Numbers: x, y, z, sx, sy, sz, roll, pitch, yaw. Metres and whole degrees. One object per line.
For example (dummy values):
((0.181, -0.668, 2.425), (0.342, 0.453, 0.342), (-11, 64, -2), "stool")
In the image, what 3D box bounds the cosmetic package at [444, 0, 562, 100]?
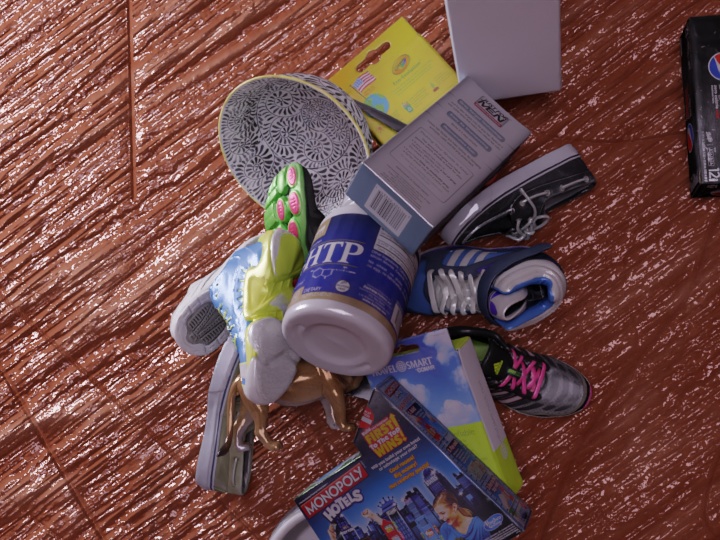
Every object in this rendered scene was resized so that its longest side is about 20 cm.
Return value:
((0.153, -0.331, 0.988), (0.122, 0.200, 0.201), (-8, 60, 9), "cosmetic package")

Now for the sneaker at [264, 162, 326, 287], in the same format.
((-0.053, -0.031, 1.046), (0.077, 0.084, 0.201), (-4, 107, 45), "sneaker")

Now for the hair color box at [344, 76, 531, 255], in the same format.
((0.086, -0.116, 0.948), (0.099, 0.061, 0.200), (43, 55, 6), "hair color box")

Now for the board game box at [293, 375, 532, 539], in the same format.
((0.040, 0.226, 0.931), (0.200, 0.062, 0.200), (-36, 83, 18), "board game box")

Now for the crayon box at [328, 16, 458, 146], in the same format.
((0.071, -0.195, 1.081), (0.127, 0.051, 0.200), (-39, 77, 1), "crayon box")

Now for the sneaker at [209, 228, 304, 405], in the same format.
((-0.118, 0.055, 0.974), (0.105, 0.076, 0.201), (-12, 57, 34), "sneaker")

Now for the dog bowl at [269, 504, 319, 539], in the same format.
((-0.023, 0.351, 0.998), (0.199, 0.059, 0.201), (-2, 79, 9), "dog bowl")

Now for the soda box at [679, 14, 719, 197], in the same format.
((0.411, -0.188, 1.012), (0.070, 0.063, 0.201), (-2, 80, 9), "soda box")

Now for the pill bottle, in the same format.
((0.000, 0.000, 0.953), (0.119, 0.120, 0.201), (10, 53, 12), "pill bottle")

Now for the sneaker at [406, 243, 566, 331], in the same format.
((0.126, 0.021, 0.977), (0.199, 0.147, 0.081), (-7, 103, 6), "sneaker")

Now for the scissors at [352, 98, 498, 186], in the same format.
((0.075, -0.159, 1.043), (0.073, 0.014, 0.200), (-44, 75, 1), "scissors")

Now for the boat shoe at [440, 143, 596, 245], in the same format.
((0.185, -0.071, 1.013), (0.199, 0.074, 0.068), (-29, 75, -23), "boat shoe")

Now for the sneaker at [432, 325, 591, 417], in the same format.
((0.161, 0.113, 0.991), (0.199, 0.087, 0.074), (20, 84, 13), "sneaker")

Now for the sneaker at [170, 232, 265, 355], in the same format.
((-0.159, 0.015, 1.072), (0.200, 0.099, 0.078), (-40, 113, -20), "sneaker")

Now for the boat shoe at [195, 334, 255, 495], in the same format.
((-0.144, 0.167, 1.035), (0.062, 0.072, 0.201), (14, 105, 7), "boat shoe")

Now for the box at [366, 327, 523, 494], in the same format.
((0.086, 0.161, 0.967), (0.121, 0.048, 0.201), (-16, 97, 31), "box")

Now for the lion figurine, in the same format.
((-0.075, 0.128, 0.985), (0.199, 0.072, 0.123), (-13, 90, -16), "lion figurine")

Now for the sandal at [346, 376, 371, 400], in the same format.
((-0.045, 0.117, 1.050), (0.199, 0.043, 0.077), (1, 80, 10), "sandal")

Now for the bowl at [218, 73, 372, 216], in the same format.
((-0.061, -0.160, 1.058), (0.200, 0.201, 0.094), (21, 43, 13), "bowl")
